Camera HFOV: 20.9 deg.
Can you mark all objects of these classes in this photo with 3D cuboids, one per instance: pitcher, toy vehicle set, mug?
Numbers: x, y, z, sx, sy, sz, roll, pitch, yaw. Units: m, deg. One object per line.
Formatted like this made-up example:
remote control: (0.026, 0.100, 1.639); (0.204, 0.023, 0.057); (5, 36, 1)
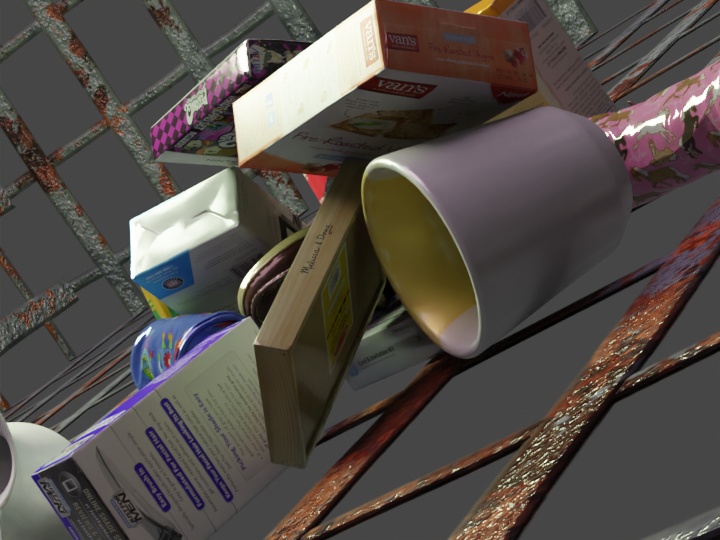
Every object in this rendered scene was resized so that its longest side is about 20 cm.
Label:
pitcher: (-0.293, 0.205, 1.656); (0.121, 0.172, 0.200); (-21, -21, 4)
toy vehicle set: (-0.026, 0.029, 1.415); (0.026, 0.124, 0.200); (10, 45, 15)
mug: (0.094, -0.048, 1.373); (0.153, 0.150, 0.187); (-27, 40, -19)

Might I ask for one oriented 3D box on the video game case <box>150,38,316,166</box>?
video game case: (-0.048, -0.127, 1.553); (0.181, 0.036, 0.200); (2, -17, -28)

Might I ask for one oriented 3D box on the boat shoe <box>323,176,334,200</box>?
boat shoe: (0.064, -0.058, 1.535); (0.200, 0.074, 0.065); (8, 71, 30)

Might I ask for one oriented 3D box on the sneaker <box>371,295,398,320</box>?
sneaker: (-0.010, 0.044, 1.646); (0.200, 0.089, 0.080); (-38, 51, -18)

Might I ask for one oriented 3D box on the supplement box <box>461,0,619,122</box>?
supplement box: (0.135, -0.127, 1.628); (0.126, 0.200, 0.074); (-28, 12, 39)

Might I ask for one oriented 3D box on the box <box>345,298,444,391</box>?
box: (0.088, 0.012, 1.552); (0.200, 0.041, 0.156); (-40, 7, -37)

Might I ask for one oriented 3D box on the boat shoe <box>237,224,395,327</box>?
boat shoe: (0.000, 0.000, 1.566); (0.200, 0.072, 0.072); (-21, 31, -12)

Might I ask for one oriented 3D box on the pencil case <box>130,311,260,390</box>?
pencil case: (-0.131, 0.078, 1.583); (0.078, 0.087, 0.200); (1, -2, -18)

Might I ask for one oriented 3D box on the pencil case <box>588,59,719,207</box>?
pencil case: (0.244, -0.108, 1.475); (0.083, 0.087, 0.200); (0, -13, -31)

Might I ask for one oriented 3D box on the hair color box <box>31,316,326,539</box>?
hair color box: (-0.127, 0.132, 1.406); (0.065, 0.109, 0.200); (-27, 8, 45)

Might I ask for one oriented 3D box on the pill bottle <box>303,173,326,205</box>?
pill bottle: (0.023, -0.071, 1.744); (0.112, 0.200, 0.112); (-31, -2, -1)

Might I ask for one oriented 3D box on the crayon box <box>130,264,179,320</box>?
crayon box: (-0.137, 0.005, 1.816); (0.126, 0.052, 0.200); (-36, -25, -11)

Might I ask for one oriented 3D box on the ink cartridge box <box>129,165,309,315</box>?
ink cartridge box: (-0.093, 0.005, 1.687); (0.116, 0.200, 0.068); (-25, 50, 22)

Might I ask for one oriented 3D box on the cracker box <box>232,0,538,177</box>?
cracker box: (0.015, -0.125, 1.412); (0.134, 0.058, 0.200); (4, -20, -33)
